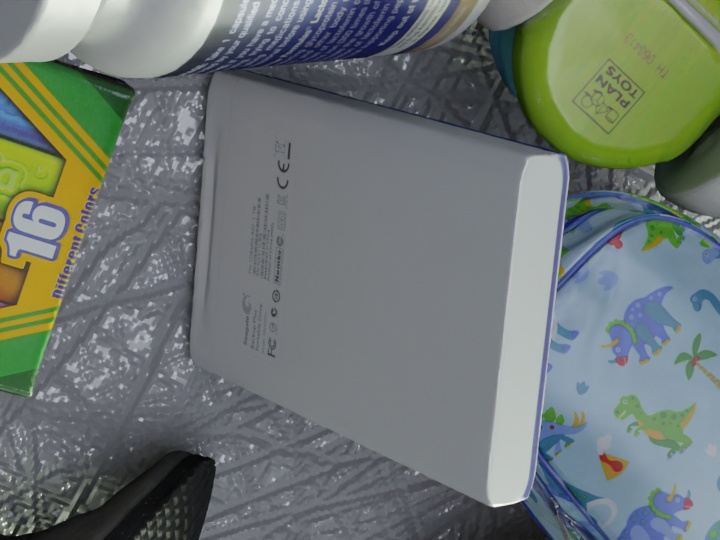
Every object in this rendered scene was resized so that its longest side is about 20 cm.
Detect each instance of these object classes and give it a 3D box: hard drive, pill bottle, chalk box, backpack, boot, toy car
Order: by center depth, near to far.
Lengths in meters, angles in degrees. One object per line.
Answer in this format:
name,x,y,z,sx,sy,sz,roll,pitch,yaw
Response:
pill bottle,-0.051,-0.128,0.708,0.200,0.116,0.116,-12,109,-41
chalk box,-0.208,-0.046,0.720,0.200,0.125,0.124,18,91,-30
hard drive,0.000,0.000,0.800,0.025,0.200,0.132,-5,106,-38
backpack,0.126,0.055,0.819,0.163,0.154,0.200,-42,80,4
toy car,0.130,-0.132,0.835,0.175,0.150,0.200,39,85,-20
boot,-0.158,0.117,0.836,0.132,0.200,0.070,23,125,20
